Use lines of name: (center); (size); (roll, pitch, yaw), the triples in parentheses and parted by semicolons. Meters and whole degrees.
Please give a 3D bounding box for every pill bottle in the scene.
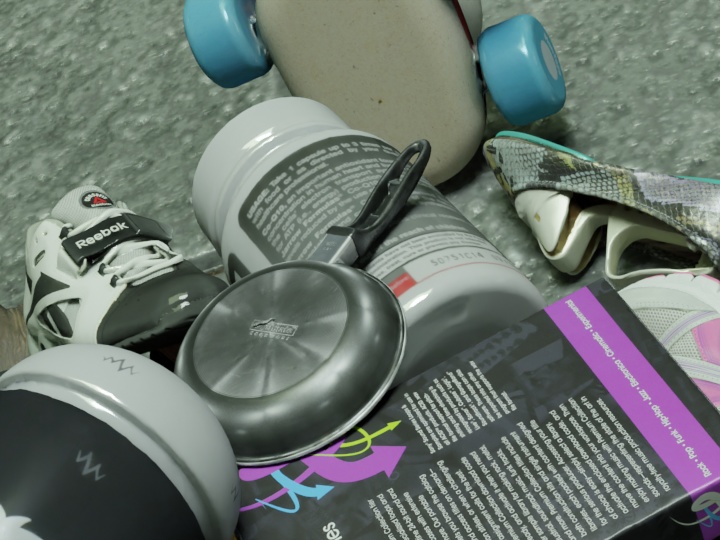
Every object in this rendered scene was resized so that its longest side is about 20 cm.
pill bottle: (0.000, 0.000, 1.086); (0.113, 0.114, 0.200); (-30, 43, -11)

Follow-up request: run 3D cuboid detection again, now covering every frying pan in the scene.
frying pan: (-0.008, 0.012, 0.973); (0.190, 0.031, 0.115); (-43, 44, -15)

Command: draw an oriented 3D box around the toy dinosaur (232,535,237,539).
toy dinosaur: (-0.014, 0.149, 1.016); (0.199, 0.060, 0.107); (32, 88, 15)

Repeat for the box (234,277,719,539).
box: (0.050, 0.094, 0.900); (0.199, 0.036, 0.143); (-26, 37, -6)

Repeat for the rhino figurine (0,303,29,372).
rhino figurine: (-0.225, 0.040, 1.270); (0.199, 0.060, 0.088); (-24, 55, -4)

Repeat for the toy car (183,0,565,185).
toy car: (0.017, -0.162, 1.324); (0.183, 0.178, 0.200); (-21, 24, 19)

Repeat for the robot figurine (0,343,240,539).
robot figurine: (-0.132, 0.121, 0.865); (0.124, 0.151, 0.200); (-15, 30, 47)

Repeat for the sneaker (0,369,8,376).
sneaker: (-0.165, 0.103, 1.159); (0.106, 0.075, 0.200); (-27, 38, -7)

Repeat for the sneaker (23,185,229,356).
sneaker: (-0.129, 0.001, 1.099); (0.074, 0.089, 0.199); (-14, 5, -31)

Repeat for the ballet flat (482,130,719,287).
ballet flat: (0.136, -0.027, 1.181); (0.199, 0.072, 0.072); (16, 51, 39)

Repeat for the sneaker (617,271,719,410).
sneaker: (0.171, 0.071, 1.033); (0.088, 0.082, 0.200); (-35, 40, -19)

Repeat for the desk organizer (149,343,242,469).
desk organizer: (-0.117, 0.085, 1.091); (0.199, 0.072, 0.077); (-7, 25, -33)
